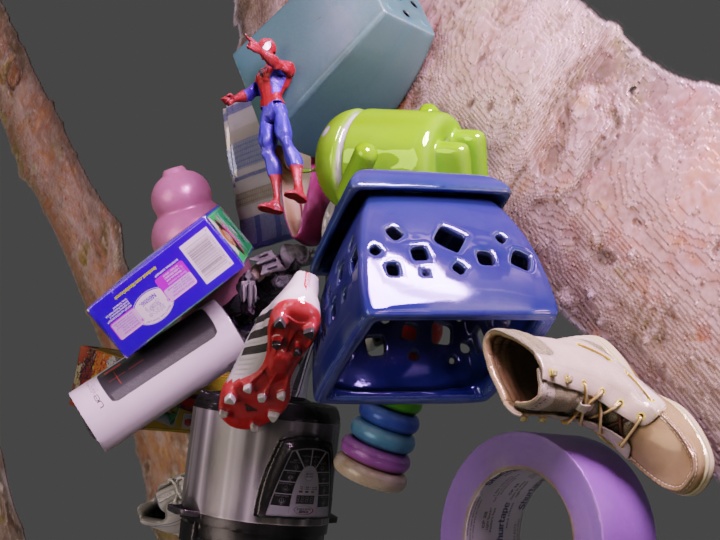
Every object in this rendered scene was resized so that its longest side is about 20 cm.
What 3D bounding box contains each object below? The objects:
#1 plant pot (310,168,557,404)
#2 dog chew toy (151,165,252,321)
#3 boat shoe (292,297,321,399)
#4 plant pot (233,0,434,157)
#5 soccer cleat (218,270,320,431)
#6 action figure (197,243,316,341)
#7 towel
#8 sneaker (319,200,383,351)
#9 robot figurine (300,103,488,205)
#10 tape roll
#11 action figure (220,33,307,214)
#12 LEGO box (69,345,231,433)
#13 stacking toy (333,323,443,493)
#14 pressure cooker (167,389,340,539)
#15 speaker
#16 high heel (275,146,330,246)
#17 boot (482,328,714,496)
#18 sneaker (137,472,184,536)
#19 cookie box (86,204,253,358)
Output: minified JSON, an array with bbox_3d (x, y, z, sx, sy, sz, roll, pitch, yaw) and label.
[{"bbox_3d":[0.058,0.013,1.270,0.201,0.197,0.182,117,149,-55],"label":"plant pot"},{"bbox_3d":[-0.211,-0.033,1.633,0.124,0.124,0.203,-12,96,46],"label":"dog chew toy"},{"bbox_3d":[-0.101,0.120,1.546,0.072,0.070,0.202,34,109,45],"label":"boat shoe"},{"bbox_3d":[-0.019,-0.249,1.486,0.200,0.140,0.142,-42,54,29],"label":"plant pot"},{"bbox_3d":[-0.090,0.086,1.307,0.086,0.068,0.201,-79,14,-51],"label":"soccer cleat"},{"bbox_3d":[-0.120,0.032,1.539,0.200,0.129,0.070,-42,62,31],"label":"action figure"},{"bbox_3d":[-0.116,-0.133,1.633,0.146,0.024,0.203,-15,81,45],"label":"towel"},{"bbox_3d":[0.000,0.000,1.471,0.079,0.073,0.203,-1,86,33],"label":"sneaker"},{"bbox_3d":[0.037,-0.116,1.383,0.198,0.175,0.117,6,117,29],"label":"robot figurine"},{"bbox_3d":[0.173,0.255,1.204,0.199,0.084,0.203,-12,74,47],"label":"tape roll"},{"bbox_3d":[-0.111,-0.173,1.394,0.065,0.098,0.203,-21,63,35],"label":"action figure"},{"bbox_3d":[-0.238,0.152,1.599,0.148,0.198,0.078,10,89,49],"label":"LEGO box"},{"bbox_3d":[0.040,0.134,1.386,0.085,0.085,0.202,23,95,48],"label":"stacking toy"},{"bbox_3d":[-0.113,0.241,1.437,0.173,0.179,0.203,7,86,10],"label":"pressure cooker"},{"bbox_3d":[-0.228,0.119,1.446,0.199,0.082,0.081,-33,47,-12],"label":"speaker"},{"bbox_3d":[-0.085,-0.118,1.525,0.067,0.095,0.202,-32,73,32],"label":"high heel"},{"bbox_3d":[0.208,0.124,1.136,0.200,0.153,0.073,50,119,41],"label":"boot"},{"bbox_3d":[-0.208,0.285,1.623,0.200,0.086,0.075,-44,51,32],"label":"sneaker"},{"bbox_3d":[-0.213,0.007,1.473,0.170,0.076,0.200,-38,7,3],"label":"cookie box"}]
